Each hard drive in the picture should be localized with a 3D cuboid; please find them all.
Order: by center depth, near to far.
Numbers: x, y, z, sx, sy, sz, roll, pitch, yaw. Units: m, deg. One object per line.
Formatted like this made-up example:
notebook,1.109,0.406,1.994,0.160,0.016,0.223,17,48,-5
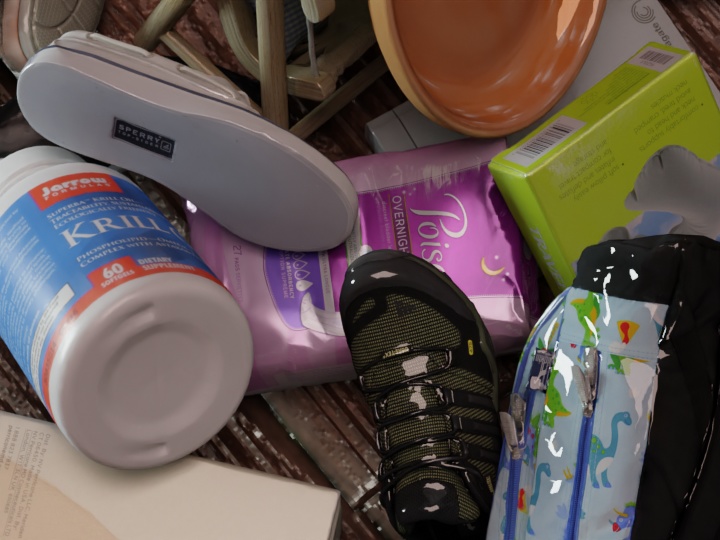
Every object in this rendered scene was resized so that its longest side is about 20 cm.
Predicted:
hard drive,0.120,-0.078,1.094,0.199,0.027,0.133,-28,74,-10

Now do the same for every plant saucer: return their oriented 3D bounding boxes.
plant saucer,0.067,-0.173,0.968,0.037,0.200,0.201,14,67,40

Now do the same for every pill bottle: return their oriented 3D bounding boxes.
pill bottle,-0.145,0.010,0.976,0.112,0.113,0.200,-33,40,-11

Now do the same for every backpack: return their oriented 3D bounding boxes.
backpack,0.143,0.093,0.908,0.153,0.163,0.202,-6,81,35

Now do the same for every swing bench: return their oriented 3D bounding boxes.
swing bench,-0.010,-0.200,1.016,0.130,0.201,0.199,41,58,11

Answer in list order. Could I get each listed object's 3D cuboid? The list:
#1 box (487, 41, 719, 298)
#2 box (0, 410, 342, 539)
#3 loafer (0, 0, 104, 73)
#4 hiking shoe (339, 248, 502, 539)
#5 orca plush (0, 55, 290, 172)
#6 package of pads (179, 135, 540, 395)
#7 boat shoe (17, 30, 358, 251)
box,0.165,-0.008,1.001,0.122,0.048,0.201,-36,116,-13
box,-0.113,0.142,0.982,0.198,0.095,0.079,13,73,4
loafer,-0.191,-0.199,1.104,0.062,0.072,0.202,-4,56,23
hiking shoe,0.042,0.087,0.938,0.075,0.101,0.202,-19,106,12
orca plush,-0.140,-0.091,1.069,0.198,0.071,0.106,1,72,-1
package of pads,0.000,0.000,1.025,0.198,0.076,0.122,-9,76,7
boat shoe,-0.087,-0.080,0.988,0.199,0.074,0.066,28,39,0
